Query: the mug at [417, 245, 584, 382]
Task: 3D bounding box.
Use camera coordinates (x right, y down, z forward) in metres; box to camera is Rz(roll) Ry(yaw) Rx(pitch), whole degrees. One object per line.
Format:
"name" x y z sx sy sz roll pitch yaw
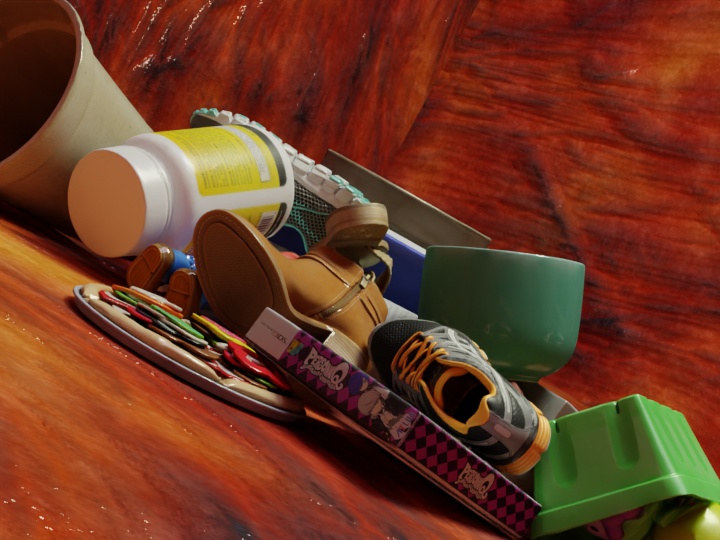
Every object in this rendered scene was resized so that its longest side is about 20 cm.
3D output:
"mug" 0.138 0.045 1.631 0.152 0.115 0.185 4 -4 36

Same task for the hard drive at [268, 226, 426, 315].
"hard drive" -0.009 0.011 1.752 0.200 0.132 0.025 29 24 9

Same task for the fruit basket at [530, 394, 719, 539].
"fruit basket" 0.236 0.211 1.397 0.216 0.155 0.216 54 26 -41

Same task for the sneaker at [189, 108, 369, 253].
"sneaker" -0.091 -0.083 1.693 0.200 0.091 0.078 34 5 4

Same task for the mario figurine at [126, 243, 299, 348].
"mario figurine" -0.115 0.038 1.526 0.200 0.106 0.124 12 58 -51

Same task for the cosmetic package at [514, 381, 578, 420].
"cosmetic package" 0.151 0.149 1.702 0.107 0.090 0.200 42 -8 -32

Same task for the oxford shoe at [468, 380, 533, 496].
"oxford shoe" 0.120 0.149 1.529 0.200 0.075 0.071 -114 -177 -80

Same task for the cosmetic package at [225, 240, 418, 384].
"cosmetic package" -0.043 0.045 1.666 0.199 0.074 0.102 28 17 1

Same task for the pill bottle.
"pill bottle" -0.161 -0.071 1.573 0.114 0.115 0.200 30 23 29

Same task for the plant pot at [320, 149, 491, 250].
"plant pot" 0.011 -0.008 1.845 0.200 0.174 0.200 30 2 -1

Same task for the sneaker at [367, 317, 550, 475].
"sneaker" 0.068 0.087 1.392 0.200 0.078 0.077 32 -2 45

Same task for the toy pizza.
"toy pizza" -0.124 0.054 1.311 0.200 0.032 0.200 29 3 -2

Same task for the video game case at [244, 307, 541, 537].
"video game case" 0.026 0.117 1.319 0.181 0.036 0.200 32 -6 42

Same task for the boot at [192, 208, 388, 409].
"boot" -0.056 0.009 1.481 0.200 0.074 0.155 57 29 -14

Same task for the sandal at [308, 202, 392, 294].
"sandal" -0.006 0.001 1.606 0.077 0.070 0.212 -5 -14 -5

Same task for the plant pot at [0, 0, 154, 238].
"plant pot" -0.287 -0.128 1.610 0.200 0.201 0.183 31 -7 39
